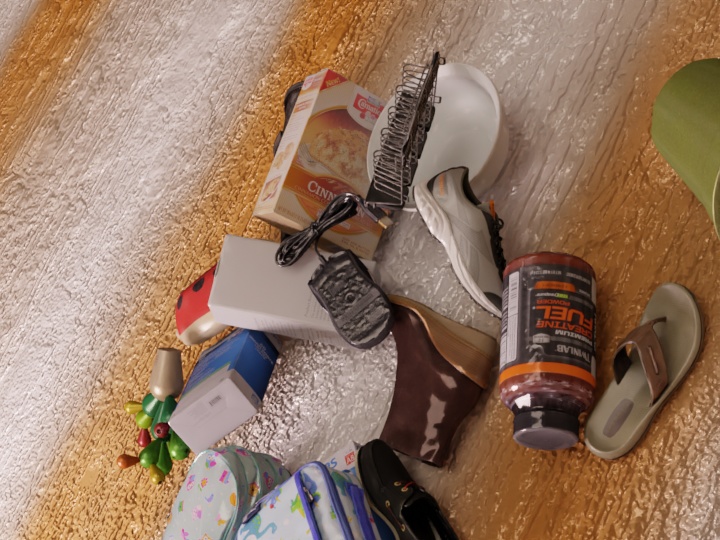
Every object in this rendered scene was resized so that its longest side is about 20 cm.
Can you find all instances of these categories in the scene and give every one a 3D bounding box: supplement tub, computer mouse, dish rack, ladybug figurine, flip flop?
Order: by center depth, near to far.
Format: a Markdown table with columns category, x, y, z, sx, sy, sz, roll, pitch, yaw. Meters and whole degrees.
| category | x | y | z | sx | sy | sz | roll | pitch | yaw |
| --- | --- | --- | --- | --- | --- | --- | --- | --- | --- |
| flip flop | 0.292 | 0.104 | 1.439 | 0.081 | 0.057 | 0.201 | 32 | 90 | 45 |
| supplement tub | 0.204 | 0.089 | 1.489 | 0.106 | 0.107 | 0.202 | -14 | 60 | 34 |
| dish rack | 0.052 | -0.163 | 1.582 | 0.054 | 0.200 | 0.155 | 16 | 75 | 5 |
| computer mouse | 0.000 | 0.000 | 1.654 | 0.140 | 0.046 | 0.200 | -44 | 58 | 0 |
| ladybug figurine | -0.176 | 0.024 | 1.832 | 0.199 | 0.072 | 0.136 | -38 | 8 | 10 |

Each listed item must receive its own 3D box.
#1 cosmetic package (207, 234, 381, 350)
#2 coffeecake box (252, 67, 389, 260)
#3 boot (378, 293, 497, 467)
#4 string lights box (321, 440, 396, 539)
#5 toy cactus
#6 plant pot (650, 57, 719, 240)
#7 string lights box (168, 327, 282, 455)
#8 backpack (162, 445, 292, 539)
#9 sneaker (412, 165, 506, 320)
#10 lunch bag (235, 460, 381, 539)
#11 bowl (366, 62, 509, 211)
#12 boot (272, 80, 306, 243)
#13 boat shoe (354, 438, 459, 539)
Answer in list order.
| category | x | y | z | sx | sy | sz | roll | pitch | yaw |
| --- | --- | --- | --- | --- | --- | --- | --- | --- | --- |
| cosmetic package | -0.082 | 0.028 | 1.720 | 0.198 | 0.074 | 0.103 | 11 | 70 | 9 |
| coffeecake box | -0.029 | -0.132 | 1.762 | 0.073 | 0.153 | 0.202 | -4 | 63 | 63 |
| boot | 0.055 | 0.126 | 1.617 | 0.199 | 0.072 | 0.168 | 21 | 80 | 41 |
| string lights box | -0.004 | 0.312 | 1.578 | 0.102 | 0.059 | 0.201 | -37 | 48 | 23 |
| toy cactus | -0.266 | 0.184 | 1.792 | 0.200 | 0.101 | 0.167 | -158 | 72 | -76 |
| plant pot | 0.397 | -0.130 | 1.407 | 0.200 | 0.199 | 0.190 | -50 | 32 | 7 |
| string lights box | -0.168 | 0.139 | 1.735 | 0.102 | 0.059 | 0.200 | -36 | 14 | 18 |
| backpack | -0.159 | 0.313 | 1.654 | 0.166 | 0.126 | 0.202 | 29 | 96 | 41 |
| sneaker | 0.138 | -0.028 | 1.578 | 0.079 | 0.074 | 0.201 | -32 | 87 | 16 |
| lunch bag | -0.048 | 0.323 | 1.511 | 0.160 | 0.082 | 0.201 | -40 | 48 | 23 |
| bowl | 0.111 | -0.148 | 1.705 | 0.200 | 0.090 | 0.203 | -19 | 56 | 31 |
| boot | -0.075 | -0.135 | 1.836 | 0.201 | 0.068 | 0.176 | 113 | 158 | -53 |
| boat shoe | 0.057 | 0.267 | 1.533 | 0.063 | 0.073 | 0.202 | -56 | 47 | 33 |
